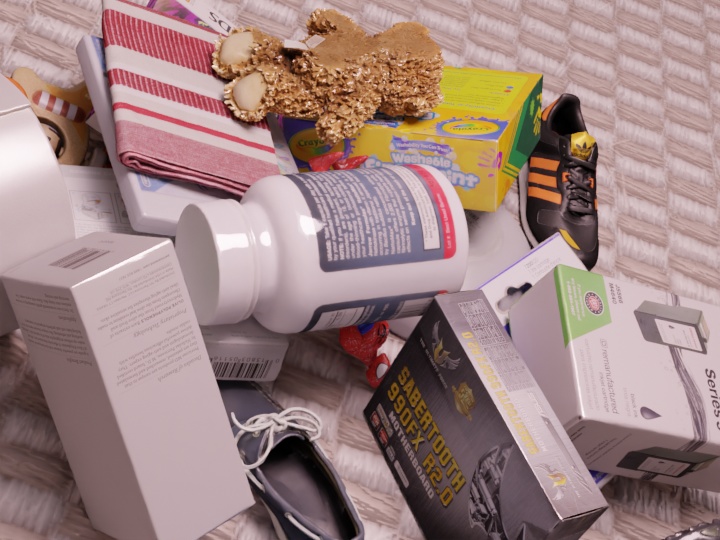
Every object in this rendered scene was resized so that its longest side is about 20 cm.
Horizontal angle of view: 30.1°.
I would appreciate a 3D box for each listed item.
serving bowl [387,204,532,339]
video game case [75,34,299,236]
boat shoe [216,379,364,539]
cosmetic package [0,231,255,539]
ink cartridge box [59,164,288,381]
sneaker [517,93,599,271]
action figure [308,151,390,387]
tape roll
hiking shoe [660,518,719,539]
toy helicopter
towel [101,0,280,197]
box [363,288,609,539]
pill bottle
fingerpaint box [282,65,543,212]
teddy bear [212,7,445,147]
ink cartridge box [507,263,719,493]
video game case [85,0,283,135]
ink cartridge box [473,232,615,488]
[{"bbox_3d":[0.076,-0.024,1.225,0.200,0.066,0.200,14,46,-15],"label":"serving bowl"},{"bbox_3d":[-0.131,-0.103,1.109,0.182,0.022,0.200,8,46,-40],"label":"video game case"},{"bbox_3d":[-0.062,0.142,1.010,0.075,0.062,0.200,-16,57,-29],"label":"boat shoe"},{"bbox_3d":[-0.158,0.082,0.907,0.085,0.200,0.108,-29,24,-35],"label":"cosmetic package"},{"bbox_3d":[-0.157,0.000,1.061,0.160,0.047,0.200,4,41,-24],"label":"ink cartridge box"},{"bbox_3d":[0.204,-0.091,1.329,0.070,0.090,0.200,10,47,-18],"label":"sneaker"},{"bbox_3d":[0.000,0.000,1.135,0.065,0.052,0.200,1,80,-64],"label":"action figure"},{"bbox_3d":[-0.316,-0.038,0.950,0.139,0.203,0.203,-23,64,-38],"label":"tape roll"},{"bbox_3d":[0.251,0.265,1.058,0.200,0.076,0.101,-13,66,-24],"label":"hiking shoe"},{"bbox_3d":[-0.243,-0.130,1.154,0.132,0.079,0.200,45,50,-1],"label":"toy helicopter"},{"bbox_3d":[-0.143,-0.141,1.103,0.144,0.023,0.200,15,41,-31],"label":"towel"},{"bbox_3d":[0.087,0.140,1.017,0.048,0.158,0.200,-8,56,-31],"label":"box"},{"bbox_3d":[-0.031,-0.015,1.009,0.200,0.120,0.120,-6,54,-28],"label":"pill bottle"},{"bbox_3d":[0.052,-0.129,1.231,0.200,0.073,0.167,8,30,18],"label":"fingerpaint box"},{"bbox_3d":[-0.029,-0.165,1.145,0.200,0.067,0.145,-19,51,-30],"label":"teddy bear"},{"bbox_3d":[0.235,0.093,1.118,0.200,0.084,0.146,13,53,-24],"label":"ink cartridge box"},{"bbox_3d":[-0.137,-0.149,1.210,0.181,0.036,0.200,37,43,-20],"label":"video game case"},{"bbox_3d":[0.174,0.086,1.173,0.198,0.043,0.200,-30,78,-40],"label":"ink cartridge box"}]
